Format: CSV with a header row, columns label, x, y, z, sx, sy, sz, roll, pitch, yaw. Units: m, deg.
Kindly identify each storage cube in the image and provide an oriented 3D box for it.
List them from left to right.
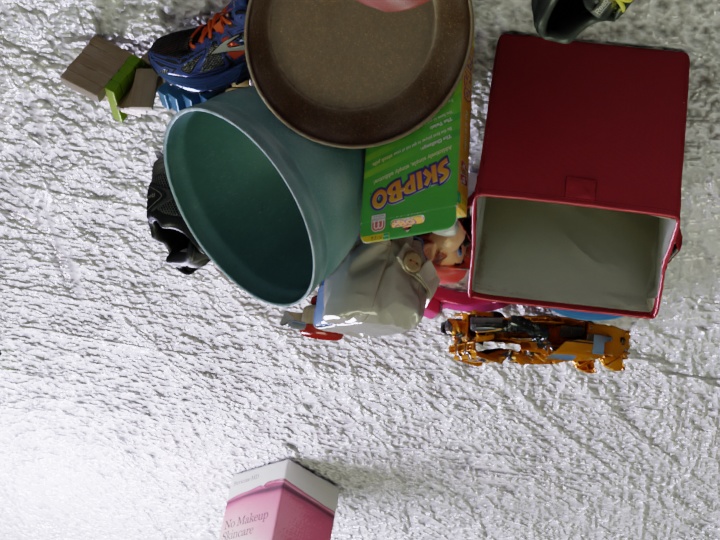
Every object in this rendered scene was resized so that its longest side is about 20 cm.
label,x,y,z,sx,sy,sz,roll,pitch,yaw
storage cube,0.193,-0.084,1.475,0.198,0.181,0.171,7,148,6

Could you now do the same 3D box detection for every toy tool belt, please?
label,x,y,z,sx,sy,sz,roll,pitch,yaw
toy tool belt,0.000,0.000,1.597,0.124,0.124,0.200,11,170,-22

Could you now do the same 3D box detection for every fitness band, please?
label,x,y,z,sx,sy,sz,roll,pitch,yaw
fitness band,0.079,-0.005,1.770,0.199,0.038,0.143,26,145,-25

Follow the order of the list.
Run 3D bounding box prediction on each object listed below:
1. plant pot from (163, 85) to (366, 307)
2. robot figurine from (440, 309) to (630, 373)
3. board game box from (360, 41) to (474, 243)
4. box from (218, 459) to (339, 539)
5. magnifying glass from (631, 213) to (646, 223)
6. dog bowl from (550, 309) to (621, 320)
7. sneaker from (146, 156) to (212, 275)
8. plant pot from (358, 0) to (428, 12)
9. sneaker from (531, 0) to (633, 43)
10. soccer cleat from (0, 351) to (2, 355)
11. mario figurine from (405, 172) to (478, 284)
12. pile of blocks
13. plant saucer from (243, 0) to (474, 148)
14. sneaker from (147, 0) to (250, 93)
label,x,y,z,sx,sy,sz,roll,pitch,yaw
plant pot,-0.064,-0.086,1.495,0.200,0.134,0.201,34,143,31
robot figurine,0.186,0.078,1.799,0.198,0.059,0.145,5,173,-16
board game box,0.050,-0.118,1.440,0.095,0.202,0.030,-9,151,29
box,-0.122,0.384,2.289,0.127,0.201,0.109,-22,136,41
magnifying glass,0.198,-0.027,1.625,0.199,0.023,0.079,-15,139,38
dog bowl,0.234,-0.021,1.688,0.110,0.050,0.201,3,148,13
sneaker,-0.133,-0.035,1.710,0.198,0.115,0.076,21,152,-20
plant pot,-0.010,-0.300,1.197,0.200,0.202,0.195,-15,149,34
sneaker,0.212,-0.243,1.306,0.074,0.085,0.200,27,145,-27
soccer cleat,-0.523,0.073,2.045,0.080,0.068,0.200,10,151,25
mario figurine,0.094,-0.069,1.581,0.106,0.123,0.201,39,150,37
pile of blocks,-0.178,-0.165,1.545,0.198,0.083,0.062,4,148,8
plant saucer,-0.003,-0.204,1.392,0.198,0.037,0.202,-5,111,-12
sneaker,-0.102,-0.218,1.464,0.198,0.076,0.079,-12,133,20
